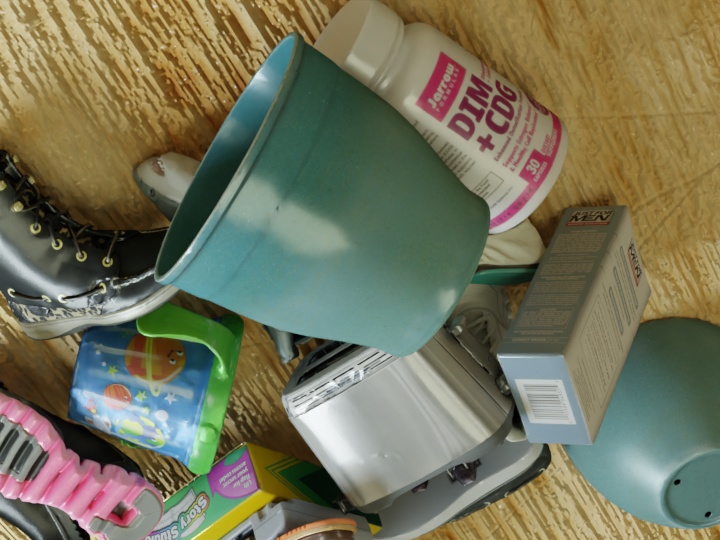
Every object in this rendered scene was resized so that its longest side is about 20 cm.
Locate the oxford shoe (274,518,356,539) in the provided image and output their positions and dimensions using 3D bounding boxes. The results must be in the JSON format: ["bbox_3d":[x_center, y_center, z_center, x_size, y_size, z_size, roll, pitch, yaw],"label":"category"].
[{"bbox_3d":[-0.057,0.278,1.184,0.071,0.073,0.200,8,135,-33],"label":"oxford shoe"}]

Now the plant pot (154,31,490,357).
[{"bbox_3d":[-0.018,-0.036,1.009,0.188,0.200,0.200,29,111,-14],"label":"plant pot"}]

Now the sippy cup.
[{"bbox_3d":[-0.176,0.093,1.195,0.130,0.140,0.178,13,108,-6],"label":"sippy cup"}]

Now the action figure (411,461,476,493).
[{"bbox_3d":[0.031,0.114,1.280,0.130,0.069,0.200,-24,118,18],"label":"action figure"}]

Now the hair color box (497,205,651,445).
[{"bbox_3d":[0.185,0.043,1.193,0.061,0.200,0.099,-1,128,30],"label":"hair color box"}]

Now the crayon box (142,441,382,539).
[{"bbox_3d":[-0.111,0.247,1.287,0.200,0.058,0.173,-38,140,22],"label":"crayon box"}]

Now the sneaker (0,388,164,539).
[{"bbox_3d":[-0.257,0.154,1.189,0.200,0.095,0.079,39,101,-26],"label":"sneaker"}]

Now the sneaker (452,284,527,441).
[{"bbox_3d":[0.113,0.070,1.264,0.075,0.081,0.200,-26,120,6],"label":"sneaker"}]

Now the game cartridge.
[{"bbox_3d":[-0.089,0.275,1.255,0.200,0.042,0.133,-41,135,25],"label":"game cartridge"}]

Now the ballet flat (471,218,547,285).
[{"bbox_3d":[0.081,-0.017,1.181,0.200,0.069,0.069,-4,126,-43],"label":"ballet flat"}]

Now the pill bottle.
[{"bbox_3d":[0.057,-0.124,1.114,0.200,0.113,0.113,31,110,-22],"label":"pill bottle"}]

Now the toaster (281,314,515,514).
[{"bbox_3d":[0.025,0.111,1.184,0.200,0.114,0.129,-32,103,26],"label":"toaster"}]

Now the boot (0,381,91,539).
[{"bbox_3d":[-0.347,0.200,1.242,0.158,0.079,0.211,-30,108,0],"label":"boot"}]

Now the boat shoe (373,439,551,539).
[{"bbox_3d":[0.093,0.211,1.350,0.200,0.069,0.057,-30,137,12],"label":"boat shoe"}]

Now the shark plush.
[{"bbox_3d":[-0.104,-0.017,1.167,0.083,0.091,0.200,-24,118,22],"label":"shark plush"}]

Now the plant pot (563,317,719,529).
[{"bbox_3d":[0.301,0.165,1.325,0.200,0.135,0.200,-5,121,-8],"label":"plant pot"}]

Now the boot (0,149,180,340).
[{"bbox_3d":[-0.232,-0.030,1.112,0.203,0.074,0.154,-18,123,30],"label":"boot"}]

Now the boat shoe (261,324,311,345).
[{"bbox_3d":[0.000,0.000,1.208,0.200,0.062,0.073,-33,118,7],"label":"boat shoe"}]
